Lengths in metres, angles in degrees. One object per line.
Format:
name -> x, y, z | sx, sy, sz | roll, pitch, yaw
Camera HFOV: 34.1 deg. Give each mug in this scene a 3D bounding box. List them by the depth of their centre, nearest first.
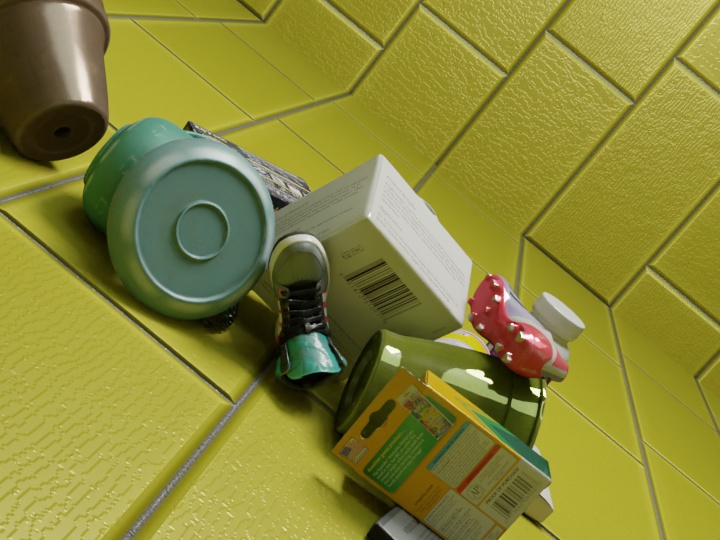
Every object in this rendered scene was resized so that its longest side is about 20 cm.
mug -> -0.247, -0.103, 1.375 | 0.114, 0.152, 0.185 | 37, 7, -1

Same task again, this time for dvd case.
dvd case -> 0.105, 0.320, 1.227 | 0.200, 0.025, 0.150 | 42, 15, 12

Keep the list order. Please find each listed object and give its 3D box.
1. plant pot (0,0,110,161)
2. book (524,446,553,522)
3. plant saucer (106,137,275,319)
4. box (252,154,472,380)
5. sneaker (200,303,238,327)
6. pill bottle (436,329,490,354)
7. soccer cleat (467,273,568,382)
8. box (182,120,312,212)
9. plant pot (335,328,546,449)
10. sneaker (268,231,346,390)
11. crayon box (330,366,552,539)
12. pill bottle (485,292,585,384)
plant pot -> -0.381, -0.234, 1.412 | 0.200, 0.200, 0.175 | 17, 42, -56
book -> 0.202, 0.258, 1.630 | 0.134, 0.048, 0.200 | 42, 12, -8
plant saucer -> -0.177, -0.044, 1.285 | 0.200, 0.201, 0.027 | 31, -10, -30
box -> 0.000, 0.000, 1.450 | 0.199, 0.200, 0.131 | 48, 33, -26
sneaker -> -0.183, 0.002, 1.410 | 0.085, 0.078, 0.200 | 4, 28, -7
pill bottle -> 0.118, 0.147, 1.621 | 0.104, 0.104, 0.200 | 41, 15, 7
soccer cleat -> 0.180, 0.068, 1.368 | 0.076, 0.067, 0.200 | 29, 14, -20
box -> -0.146, -0.118, 1.594 | 0.200, 0.049, 0.161 | 26, 18, -30
plant pot -> 0.081, 0.163, 1.356 | 0.192, 0.201, 0.200 | 25, 16, -8
sneaker -> -0.063, 0.064, 1.333 | 0.083, 0.201, 0.121 | -10, 44, -10
crayon box -> 0.085, 0.198, 1.243 | 0.200, 0.126, 0.052 | 38, 15, -6
pill bottle -> 0.245, 0.134, 1.781 | 0.112, 0.200, 0.112 | 36, 15, -11
